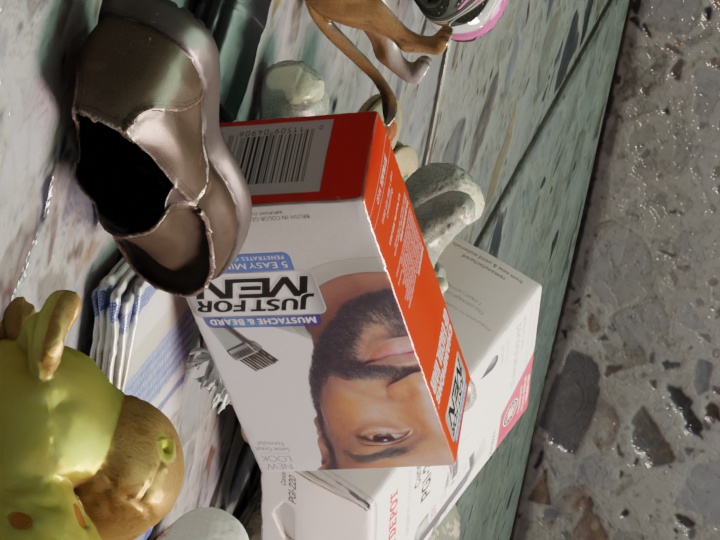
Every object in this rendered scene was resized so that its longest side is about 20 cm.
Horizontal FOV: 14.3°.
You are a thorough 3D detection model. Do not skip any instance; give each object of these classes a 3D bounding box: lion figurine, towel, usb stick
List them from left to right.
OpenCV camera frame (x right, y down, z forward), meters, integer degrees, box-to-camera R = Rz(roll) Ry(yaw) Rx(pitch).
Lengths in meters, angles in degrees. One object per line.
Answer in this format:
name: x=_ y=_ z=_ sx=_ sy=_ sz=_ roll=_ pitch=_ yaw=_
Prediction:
towel: x=-0.117 y=0.071 z=1.441 sx=0.147 sy=0.024 sz=0.201 roll=-55 pitch=158 yaw=-64
usb stick: x=-0.052 y=-0.168 z=1.416 sx=0.055 sy=0.032 sz=0.201 roll=42 pitch=64 yaw=-72
lion figurine: x=0.014 y=-0.192 z=1.614 sx=0.201 sy=0.122 sz=0.073 roll=-62 pitch=-176 yaw=15

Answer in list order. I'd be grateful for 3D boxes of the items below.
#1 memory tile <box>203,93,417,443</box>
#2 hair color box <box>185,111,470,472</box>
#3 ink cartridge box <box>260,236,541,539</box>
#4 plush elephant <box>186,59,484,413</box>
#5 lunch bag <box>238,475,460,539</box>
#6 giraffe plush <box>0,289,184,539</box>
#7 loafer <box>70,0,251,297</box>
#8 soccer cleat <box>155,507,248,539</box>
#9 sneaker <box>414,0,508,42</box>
memory tile: x=-0.021 y=0.003 z=1.710 sx=0.200 sy=0.017 sz=0.154 roll=-55 pitch=154 yaw=-23
hair color box: x=-0.022 y=0.015 z=1.431 sx=0.200 sy=0.110 sz=0.064 roll=68 pitch=24 yaw=-45
ink cartridge box: x=0.026 y=0.096 z=1.790 sx=0.200 sy=0.085 sz=0.146 roll=-49 pitch=158 yaw=-29
plush elephant: x=0.000 y=0.000 z=1.565 sx=0.165 sy=0.155 sz=0.201 roll=40 pitch=76 yaw=-31
lunch bag: x=-0.031 y=0.236 z=1.914 sx=0.168 sy=0.139 sz=0.201 roll=-43 pitch=151 yaw=-42
giraffe plush: x=-0.131 y=0.103 z=1.119 sx=0.200 sy=0.172 sz=0.163 roll=38 pitch=50 yaw=-43
loafer: x=-0.099 y=-0.043 z=1.257 sx=0.071 sy=0.073 sz=0.200 roll=-58 pitch=159 yaw=-26
soccer cleat: x=-0.107 y=0.193 z=1.569 sx=0.085 sy=0.068 sz=0.200 roll=102 pitch=13 yaw=-44
sneaker: x=0.082 y=-0.259 z=1.954 sx=0.086 sy=0.080 sz=0.201 roll=10 pitch=89 yaw=-70
